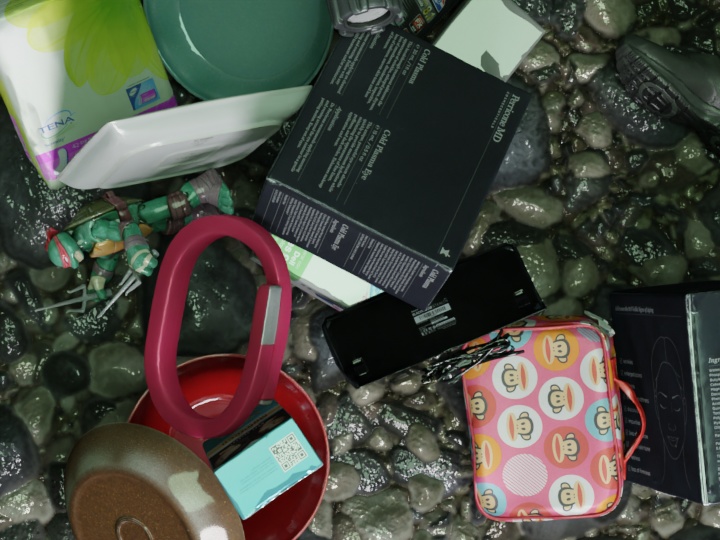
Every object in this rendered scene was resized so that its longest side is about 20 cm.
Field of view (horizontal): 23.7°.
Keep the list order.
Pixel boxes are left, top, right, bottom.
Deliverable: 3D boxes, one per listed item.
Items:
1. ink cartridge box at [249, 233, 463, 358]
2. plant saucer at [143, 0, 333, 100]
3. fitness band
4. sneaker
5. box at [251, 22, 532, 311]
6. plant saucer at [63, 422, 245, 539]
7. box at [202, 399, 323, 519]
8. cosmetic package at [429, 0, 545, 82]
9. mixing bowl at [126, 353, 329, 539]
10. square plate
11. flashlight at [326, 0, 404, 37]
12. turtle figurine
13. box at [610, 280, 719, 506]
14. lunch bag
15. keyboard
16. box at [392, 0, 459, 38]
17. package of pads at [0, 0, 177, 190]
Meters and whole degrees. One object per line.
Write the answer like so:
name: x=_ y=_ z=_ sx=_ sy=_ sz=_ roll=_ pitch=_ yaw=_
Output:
ink cartridge box: x=0.000 y=0.000 z=1.651 sx=0.199 sy=0.145 sz=0.088 roll=28 pitch=87 yaw=-7
plant saucer: x=-0.113 y=-0.256 z=1.655 sx=0.198 sy=0.036 sz=0.202 roll=6 pitch=110 yaw=17
fitness band: x=-0.129 y=0.050 z=1.538 sx=0.037 sy=0.143 sz=0.202 roll=5 pitch=99 yaw=-52
sneaker: x=0.347 y=-0.188 z=1.744 sx=0.199 sy=0.076 sz=0.091 roll=33 pitch=76 yaw=-14
box: x=0.028 y=-0.100 z=1.541 sx=0.181 sy=0.104 sz=0.201 roll=27 pitch=66 yaw=0
plant saucer: x=-0.197 y=0.235 z=1.561 sx=0.199 sy=0.037 sz=0.202 roll=14 pitch=120 yaw=24
box: x=-0.090 y=0.161 z=1.503 sx=0.082 sy=0.200 sz=0.049 roll=-34 pitch=95 yaw=-7
cosmetic package: x=0.084 y=-0.180 z=1.682 sx=0.090 sy=0.107 sz=0.201 roll=37 pitch=84 yaw=-5
mixing bowl: x=-0.132 y=0.178 z=1.652 sx=0.198 sy=0.108 sz=0.202 roll=0 pitch=90 yaw=-7
square plate: x=-0.162 y=-0.116 z=1.566 sx=0.199 sy=0.198 sz=0.029 roll=-13 pitch=84 yaw=-25
flashlight: x=-0.013 y=-0.310 z=1.514 sx=0.067 sy=0.068 sz=0.202 roll=-2 pitch=72 yaw=-42
turtle figurine: x=-0.221 y=-0.028 z=1.623 sx=0.199 sy=0.150 sz=0.101 roll=-27 pitch=98 yaw=-20
box: x=0.339 y=0.113 z=1.670 sx=0.123 sy=0.200 sz=0.199 roll=-7 pitch=92 yaw=-13
lunch bag: x=0.193 y=0.144 z=1.689 sx=0.174 sy=0.082 sz=0.202 roll=-4 pitch=95 yaw=11
keyboard: x=0.071 y=0.057 z=1.578 sx=0.199 sy=0.040 sz=0.105 roll=-22 pitch=70 yaw=-6
box: x=0.045 y=-0.321 z=1.641 sx=0.160 sy=0.200 sz=0.044 roll=-45 pitch=54 yaw=-6
package of pads: x=-0.266 y=-0.188 z=1.610 sx=0.153 sy=0.068 sz=0.201 roll=-23 pitch=127 yaw=-8
